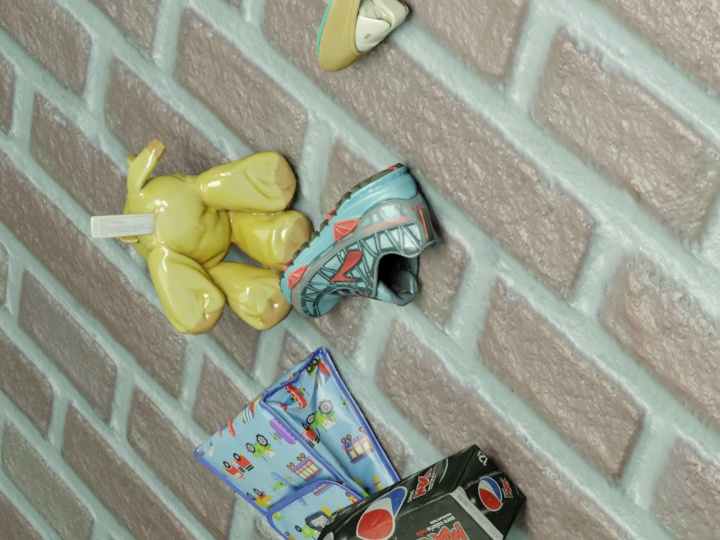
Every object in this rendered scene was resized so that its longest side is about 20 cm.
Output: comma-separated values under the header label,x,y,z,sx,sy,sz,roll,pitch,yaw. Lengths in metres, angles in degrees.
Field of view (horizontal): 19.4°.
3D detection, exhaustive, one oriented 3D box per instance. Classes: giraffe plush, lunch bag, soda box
label,x,y,z,sx,sy,sz,roll,pitch,yaw
giraffe plush,-0.155,-0.036,1.897,0.162,0.198,0.174,-162,86,-74
lunch bag,-0.034,0.195,1.938,0.200,0.094,0.150,50,142,0
soda box,0.044,0.222,1.805,0.071,0.063,0.200,46,134,-13

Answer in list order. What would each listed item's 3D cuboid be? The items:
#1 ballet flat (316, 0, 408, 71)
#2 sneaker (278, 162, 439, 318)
label,x,y,z,sx,sy,sz,roll,pitch,yaw
ballet flat,0.012,-0.223,1.637,0.063,0.069,0.201,33,136,18
sneaker,0.000,0.000,1.769,0.096,0.079,0.200,54,143,12
